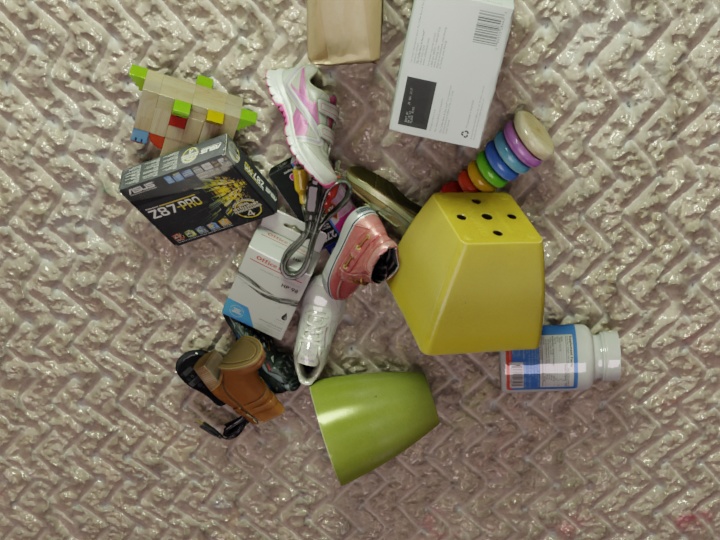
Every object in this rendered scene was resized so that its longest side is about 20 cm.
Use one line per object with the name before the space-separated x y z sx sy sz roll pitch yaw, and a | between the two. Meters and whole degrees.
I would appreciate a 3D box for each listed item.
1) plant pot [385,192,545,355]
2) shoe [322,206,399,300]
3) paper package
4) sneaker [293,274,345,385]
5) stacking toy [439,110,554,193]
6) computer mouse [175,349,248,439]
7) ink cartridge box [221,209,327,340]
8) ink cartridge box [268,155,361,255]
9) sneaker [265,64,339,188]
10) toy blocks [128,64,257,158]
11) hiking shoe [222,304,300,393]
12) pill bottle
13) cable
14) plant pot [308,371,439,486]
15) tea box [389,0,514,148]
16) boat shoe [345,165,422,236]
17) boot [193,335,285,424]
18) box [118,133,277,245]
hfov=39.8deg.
plant pot | 0.172 -0.009 1.511 0.197 0.201 0.178 -1 127 -20
shoe | 0.000 0.000 1.573 0.071 0.091 0.201 -16 145 -32
paper package | -0.017 -0.405 1.342 0.102 0.191 0.202 2 121 1
sneaker | -0.071 0.105 1.695 0.074 0.100 0.202 10 119 2
stacking toy | 0.198 -0.155 1.536 0.199 0.086 0.085 -37 111 28
computer mouse | -0.269 0.222 1.810 0.199 0.046 0.140 37 110 -25
ink cartridge box | -0.143 0.007 1.642 0.115 0.067 0.201 24 128 -3
ink cartridge box | -0.056 -0.102 1.612 0.094 0.037 0.201 -26 116 19
sneaker | -0.070 -0.222 1.482 0.087 0.081 0.202 -22 84 8
toy blocks | -0.273 -0.220 1.538 0.198 0.101 0.137 15 134 -14
hiking shoe | -0.189 0.143 1.743 0.086 0.075 0.201 -25 108 31
pill bottle | 0.332 0.147 1.675 0.197 0.113 0.113 -2 120 6
cable | -0.071 -0.082 1.562 0.096 0.050 0.202 9 109 -7
plant pot | 0.031 0.253 1.741 0.198 0.188 0.189 -19 118 -1
tea box | 0.126 -0.307 1.382 0.132 0.197 0.202 11 121 -1
boat shoe | 0.050 -0.091 1.588 0.200 0.073 0.063 32 113 -21
boot | -0.181 0.193 1.695 0.155 0.074 0.199 48 147 -18
box | -0.252 -0.123 1.567 0.198 0.050 0.161 -15 140 20
